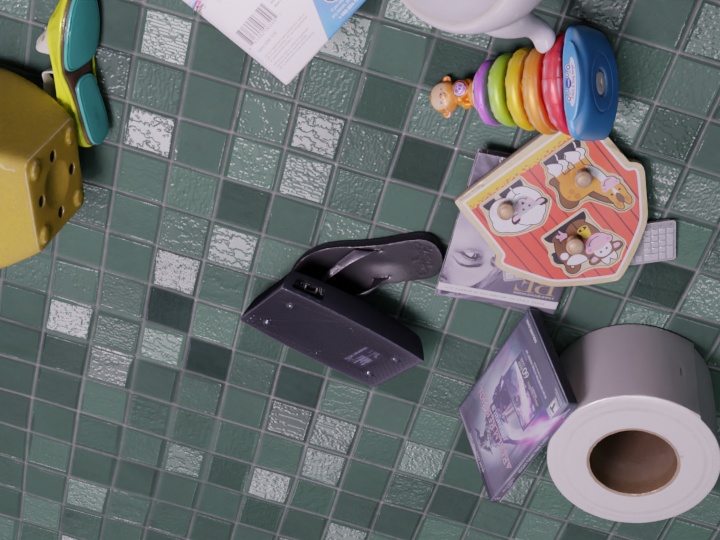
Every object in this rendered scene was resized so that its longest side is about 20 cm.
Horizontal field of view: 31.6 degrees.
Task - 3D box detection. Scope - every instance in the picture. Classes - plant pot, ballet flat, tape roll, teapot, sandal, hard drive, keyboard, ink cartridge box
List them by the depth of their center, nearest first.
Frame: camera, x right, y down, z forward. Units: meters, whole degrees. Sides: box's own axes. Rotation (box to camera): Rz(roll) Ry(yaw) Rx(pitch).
[{"bbox_3d":[0.121,-0.328,1.200,0.197,0.146,0.200,43,135,18],"label":"teapot"},{"bbox_3d":[-0.093,-0.322,1.254,0.200,0.146,0.147,38,123,-16],"label":"ink cartridge box"},{"bbox_3d":[-0.424,-0.110,1.413,0.200,0.196,0.195,10,126,14],"label":"plant pot"},{"bbox_3d":[-0.326,-0.229,1.415,0.067,0.067,0.200,17,129,21],"label":"ballet flat"},{"bbox_3d":[0.261,-0.023,1.461,0.200,0.011,0.056,-7,122,5],"label":"keyboard"},{"bbox_3d":[0.000,-0.001,1.521,0.200,0.043,0.076,-16,120,20],"label":"sandal"},{"bbox_3d":[0.326,0.185,1.532,0.202,0.139,0.203,5,125,7],"label":"tape roll"},{"bbox_3d":[-0.032,0.071,1.544,0.200,0.042,0.135,28,148,-19],"label":"hard drive"}]

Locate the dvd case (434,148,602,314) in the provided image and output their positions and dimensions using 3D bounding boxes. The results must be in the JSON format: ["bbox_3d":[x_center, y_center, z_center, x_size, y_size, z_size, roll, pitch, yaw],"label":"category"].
[{"bbox_3d":[0.181,-0.041,1.466,0.148,0.016,0.200,10,126,-7],"label":"dvd case"}]

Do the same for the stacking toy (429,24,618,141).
[{"bbox_3d":[0.160,-0.190,1.337,0.200,0.110,0.116,1,94,32],"label":"stacking toy"}]

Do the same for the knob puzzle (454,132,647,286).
[{"bbox_3d":[0.233,-0.056,1.418,0.219,0.030,0.220,0,118,0],"label":"knob puzzle"}]

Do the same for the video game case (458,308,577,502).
[{"bbox_3d":[0.185,0.164,1.535,0.019,0.143,0.200,6,135,-26],"label":"video game case"}]
